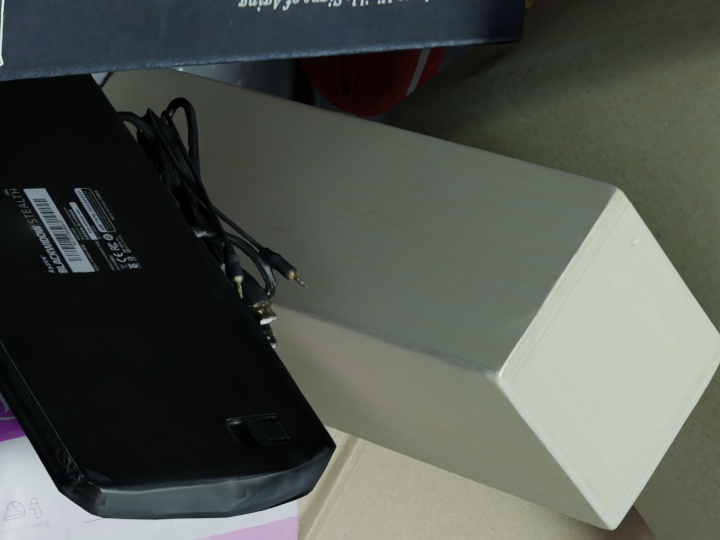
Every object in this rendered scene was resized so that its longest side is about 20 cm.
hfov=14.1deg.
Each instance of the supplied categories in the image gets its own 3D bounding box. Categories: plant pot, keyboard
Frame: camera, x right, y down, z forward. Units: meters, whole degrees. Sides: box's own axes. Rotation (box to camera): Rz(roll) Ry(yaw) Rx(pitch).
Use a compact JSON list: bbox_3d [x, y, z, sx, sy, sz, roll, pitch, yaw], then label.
[{"bbox_3d":[0.162,-0.033,0.827,0.200,0.177,0.200,-38,94,-24],"label":"plant pot"},{"bbox_3d":[-0.071,0.003,0.761,0.104,0.200,0.040,-3,130,-31],"label":"keyboard"}]

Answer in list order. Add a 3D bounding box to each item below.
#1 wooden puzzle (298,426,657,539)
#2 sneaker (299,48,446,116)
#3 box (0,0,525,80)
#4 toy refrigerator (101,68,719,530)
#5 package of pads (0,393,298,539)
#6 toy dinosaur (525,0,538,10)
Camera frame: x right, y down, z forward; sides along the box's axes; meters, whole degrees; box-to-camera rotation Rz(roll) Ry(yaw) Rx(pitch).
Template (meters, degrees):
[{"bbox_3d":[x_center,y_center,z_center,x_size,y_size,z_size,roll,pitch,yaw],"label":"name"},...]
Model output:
[{"bbox_3d":[0.044,0.119,0.913,0.185,0.037,0.201,35,74,-14],"label":"wooden puzzle"},{"bbox_3d":[0.044,-0.147,0.916,0.115,0.078,0.201,-1,104,-44],"label":"sneaker"},{"bbox_3d":[-0.053,-0.160,0.776,0.199,0.124,0.198,-8,106,-45],"label":"box"},{"bbox_3d":[0.000,0.000,0.825,0.070,0.199,0.076,-56,133,-18],"label":"toy refrigerator"},{"bbox_3d":[-0.121,0.055,0.773,0.199,0.120,0.076,-10,115,-44],"label":"package of pads"},{"bbox_3d":[0.090,0.005,0.949,0.106,0.060,0.201,-8,108,-44],"label":"toy dinosaur"}]
